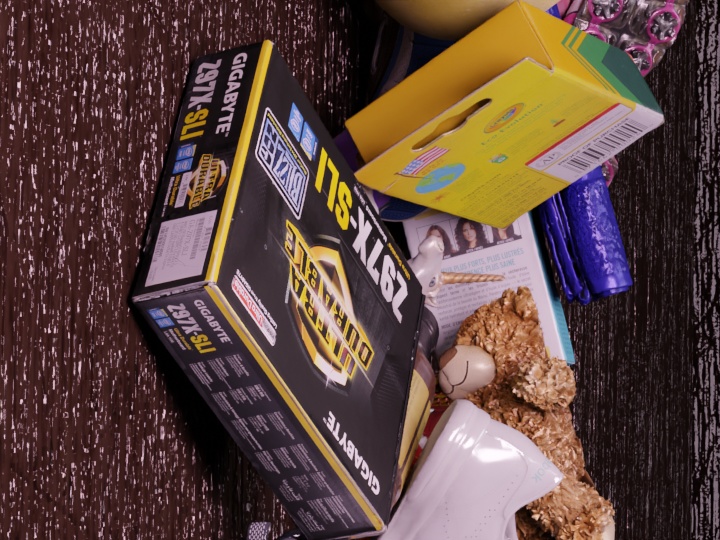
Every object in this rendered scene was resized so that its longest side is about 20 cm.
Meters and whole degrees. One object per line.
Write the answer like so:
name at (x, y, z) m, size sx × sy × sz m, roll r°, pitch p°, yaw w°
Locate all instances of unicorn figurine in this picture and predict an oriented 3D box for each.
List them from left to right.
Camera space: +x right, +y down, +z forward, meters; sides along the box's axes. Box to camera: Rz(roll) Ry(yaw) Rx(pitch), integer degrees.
unicorn figurine at (0.000, 0.000, 1.516) m, size 0.200 × 0.074 × 0.138 m, roll -50°, pitch 141°, yaw -42°

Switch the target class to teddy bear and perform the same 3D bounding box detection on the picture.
teddy bear at (0.096, 0.109, 1.556) m, size 0.145 × 0.066 × 0.201 m, roll 123°, pitch -47°, yaw -73°

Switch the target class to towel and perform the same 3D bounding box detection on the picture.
towel at (0.122, -0.077, 1.661) m, size 0.148 × 0.049 × 0.201 m, roll 8°, pitch 67°, yaw -88°

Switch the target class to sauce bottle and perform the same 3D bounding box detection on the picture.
sauce bottle at (0.010, 0.081, 1.547) m, size 0.200 × 0.064 × 0.065 m, roll -63°, pitch 150°, yaw -62°

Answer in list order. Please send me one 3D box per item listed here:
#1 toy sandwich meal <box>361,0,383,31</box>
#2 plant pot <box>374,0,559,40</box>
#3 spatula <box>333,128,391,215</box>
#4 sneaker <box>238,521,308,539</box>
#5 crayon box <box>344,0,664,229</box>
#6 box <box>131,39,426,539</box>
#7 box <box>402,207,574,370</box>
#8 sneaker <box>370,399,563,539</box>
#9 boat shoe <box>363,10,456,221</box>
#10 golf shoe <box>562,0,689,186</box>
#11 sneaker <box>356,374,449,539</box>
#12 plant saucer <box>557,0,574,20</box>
toy sandwich meal at (0.045, -0.227, 1.678) m, size 0.205 × 0.070 × 0.207 m, roll 0°, pitch 90°, yaw -77°
plant pot at (0.038, -0.248, 1.462) m, size 0.142 × 0.199 × 0.201 m, roll 28°, pitch 60°, yaw -48°
spatula at (0.011, -0.023, 1.620) m, size 0.056 × 0.021 × 0.200 m, roll -38°, pitch 150°, yaw -19°
sneaker at (-0.025, 0.193, 1.372) m, size 0.200 × 0.077 × 0.141 m, roll 67°, pitch 27°, yaw -60°
crayon box at (0.078, -0.088, 1.495) m, size 0.200 × 0.127 × 0.051 m, roll 14°, pitch 46°, yaw -63°
box at (-0.035, 0.012, 1.298) m, size 0.160 × 0.049 × 0.200 m, roll -81°, pitch 150°, yaw -41°
box at (0.071, -0.028, 1.669) m, size 0.049 × 0.082 × 0.201 m, roll 15°, pitch 62°, yaw -78°
sneaker at (0.047, 0.172, 1.515) m, size 0.200 × 0.088 × 0.075 m, roll -61°, pitch -178°, yaw 32°
boat shoe at (0.041, -0.125, 1.607) m, size 0.073 × 0.072 × 0.201 m, roll -105°, pitch -151°, yaw -55°
golf shoe at (0.156, -0.145, 1.772) m, size 0.092 × 0.072 × 0.201 m, roll -112°, pitch -137°, yaw -63°
sneaker at (0.026, 0.116, 1.651) m, size 0.200 × 0.073 × 0.077 m, roll -59°, pitch 173°, yaw -67°
plant saucer at (0.105, -0.263, 1.779) m, size 0.201 × 0.051 × 0.201 m, roll 156°, pitch -90°, yaw -82°
